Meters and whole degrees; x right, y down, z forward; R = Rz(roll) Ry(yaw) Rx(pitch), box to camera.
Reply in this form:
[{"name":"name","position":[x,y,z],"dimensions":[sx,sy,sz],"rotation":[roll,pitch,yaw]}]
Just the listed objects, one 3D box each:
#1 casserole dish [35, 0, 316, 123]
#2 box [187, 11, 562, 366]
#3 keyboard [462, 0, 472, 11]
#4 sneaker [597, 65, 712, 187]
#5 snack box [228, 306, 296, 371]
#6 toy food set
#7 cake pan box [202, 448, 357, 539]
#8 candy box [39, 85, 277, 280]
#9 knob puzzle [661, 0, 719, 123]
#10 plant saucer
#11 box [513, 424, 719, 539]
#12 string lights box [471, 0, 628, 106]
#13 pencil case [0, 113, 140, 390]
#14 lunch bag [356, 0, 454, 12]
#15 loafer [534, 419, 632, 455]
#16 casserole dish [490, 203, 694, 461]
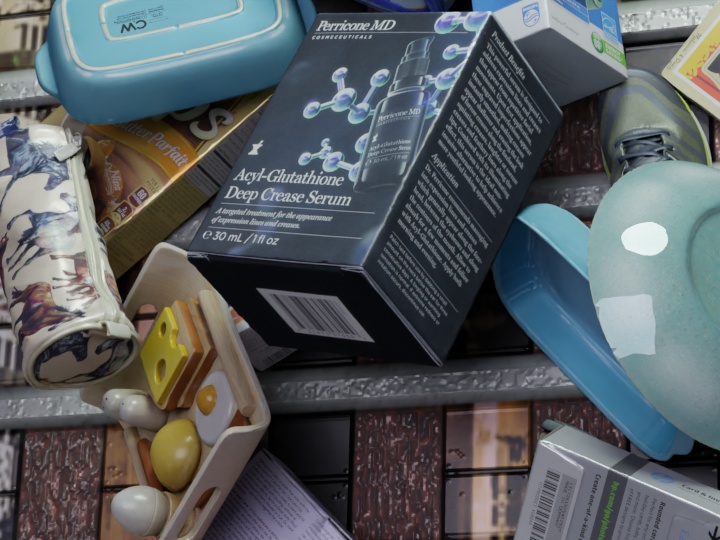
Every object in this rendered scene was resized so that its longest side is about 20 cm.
[{"name":"casserole dish","position":[-0.129,-0.169,1.498],"dimensions":[0.199,0.039,0.122],"rotation":[-14,53,-5]},{"name":"box","position":[0.011,-0.055,1.366],"dimensions":[0.148,0.107,0.201],"rotation":[4,57,40]},{"name":"keyboard","position":[0.134,-0.240,1.522],"dimensions":[0.104,0.040,0.201],"rotation":[11,77,23]},{"name":"sneaker","position":[0.197,-0.049,1.410],"dimensions":[0.074,0.081,0.201],"rotation":[-19,67,12]},{"name":"snack box","position":[0.000,0.000,1.466],"dimensions":[0.199,0.072,0.024],"rotation":[-31,63,6]},{"name":"toy food set","position":[-0.133,0.095,1.421],"dimensions":[0.144,0.060,0.200],"rotation":[-60,34,27]},{"name":"cake pan box","position":[-0.059,0.248,1.413],"dimensions":[0.184,0.052,0.200],"rotation":[-48,64,1]},{"name":"candy box","position":[-0.144,-0.101,1.560],"dimensions":[0.200,0.055,0.116],"rotation":[-41,63,3]},{"name":"knob puzzle","position":[0.326,-0.146,1.428],"dimensions":[0.218,0.030,0.221],"rotation":[-6,70,16]},{"name":"plant saucer","position":[0.231,0.014,1.325],"dimensions":[0.039,0.200,0.202],"rotation":[-41,54,50]},{"name":"box","position":[0.184,0.202,1.308],"dimensions":[0.199,0.041,0.157],"rotation":[22,113,26]},{"name":"string lights box","position":[0.117,-0.223,1.446],"dimensions":[0.059,0.103,0.201],"rotation":[-19,64,32]},{"name":"pencil case","position":[-0.203,-0.011,1.453],"dimensions":[0.090,0.078,0.201],"rotation":[-49,45,33]},{"name":"lunch bag","position":[-0.016,-0.257,1.512],"dimensions":[0.199,0.161,0.083],"rotation":[27,71,27]},{"name":"loafer","position":[0.189,0.160,1.350],"dimensions":[0.199,0.072,0.063],"rotation":[26,88,23]},{"name":"casserole dish","position":[0.155,0.034,1.382],"dimensions":[0.039,0.121,0.200],"rotation":[-33,61,-20]}]
